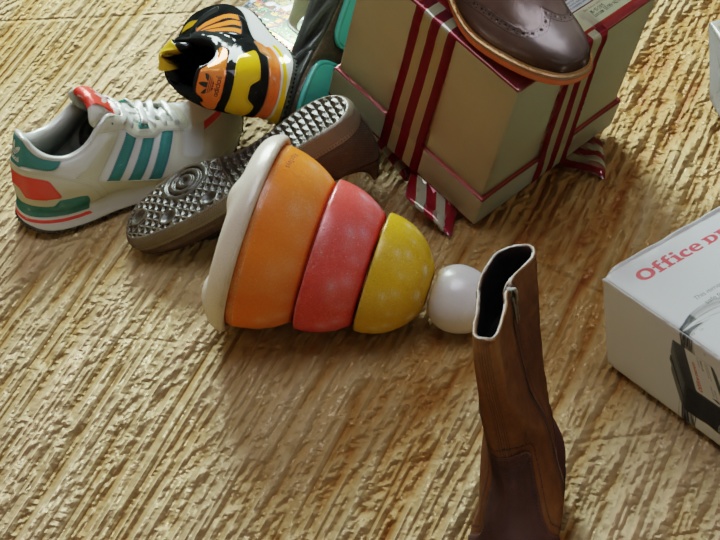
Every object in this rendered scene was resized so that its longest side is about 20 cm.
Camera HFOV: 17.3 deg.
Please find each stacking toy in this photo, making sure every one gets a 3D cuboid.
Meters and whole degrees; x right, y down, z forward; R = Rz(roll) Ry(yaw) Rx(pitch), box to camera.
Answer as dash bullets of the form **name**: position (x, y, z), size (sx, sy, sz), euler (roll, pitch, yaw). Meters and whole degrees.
- **stacking toy**: position (0.000, 0.000, 1.660), size (0.200, 0.146, 0.146), euler (19, 42, 5)

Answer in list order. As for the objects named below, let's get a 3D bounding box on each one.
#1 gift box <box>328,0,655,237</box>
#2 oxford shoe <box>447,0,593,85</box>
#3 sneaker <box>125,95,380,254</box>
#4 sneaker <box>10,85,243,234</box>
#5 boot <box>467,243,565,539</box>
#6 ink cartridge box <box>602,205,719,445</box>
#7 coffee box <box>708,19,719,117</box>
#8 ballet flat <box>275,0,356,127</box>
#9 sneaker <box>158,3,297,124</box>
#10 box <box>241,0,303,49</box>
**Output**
- **gift box**: position (0.100, -0.149, 1.768), size (0.185, 0.187, 0.200), euler (-31, 68, -27)
- **oxford shoe**: position (0.094, -0.212, 1.651), size (0.071, 0.073, 0.200), euler (-29, 66, -27)
- **sneaker**: position (-0.077, -0.052, 1.769), size (0.200, 0.076, 0.070), euler (-28, 36, 9)
- **sneaker**: position (-0.180, -0.104, 1.822), size (0.200, 0.093, 0.070), euler (-24, 41, -21)
- **boot**: position (0.092, 0.114, 1.413), size (0.068, 0.200, 0.188), euler (7, 40, 17)
- **ink cartridge box**: position (0.279, 0.049, 1.564), size (0.145, 0.084, 0.200), euler (-28, 43, -25)
- **coffee box**: position (0.380, -0.151, 1.808), size (0.200, 0.080, 0.113), euler (-12, 39, -7)
- **ballet flat**: position (-0.033, -0.170, 1.852), size (0.068, 0.068, 0.200), euler (16, 83, 40)
- **sneaker**: position (-0.121, -0.170, 1.842), size (0.090, 0.070, 0.200), euler (8, 15, -26)
- **box**: position (-0.010, -0.185, 1.945), size (0.200, 0.038, 0.137), euler (19, 45, 30)
